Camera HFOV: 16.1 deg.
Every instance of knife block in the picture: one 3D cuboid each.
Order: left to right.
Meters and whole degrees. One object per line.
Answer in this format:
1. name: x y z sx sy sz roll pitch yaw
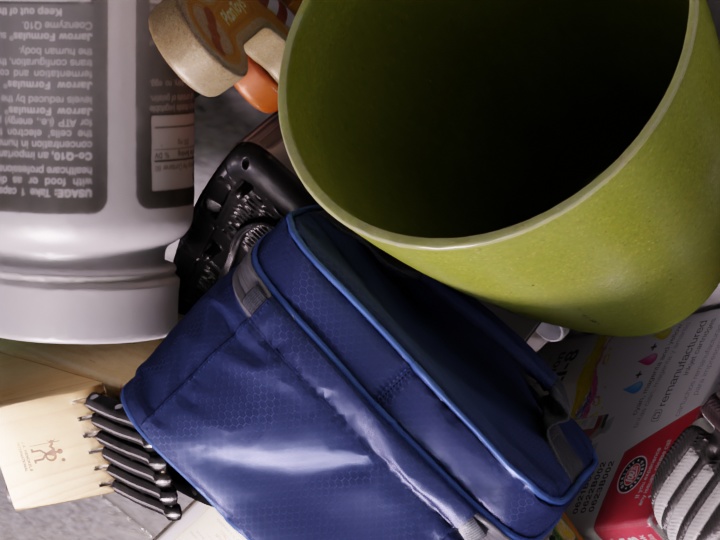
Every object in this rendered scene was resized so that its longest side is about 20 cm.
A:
1. knife block: -0.102 0.059 1.320 0.175 0.200 0.064 -12 115 4

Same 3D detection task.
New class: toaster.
1. toaster: 0.000 0.000 1.293 0.200 0.119 0.181 43 149 6

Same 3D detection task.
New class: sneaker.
1. sneaker: 0.233 0.059 1.234 0.115 0.200 0.076 14 -149 -43

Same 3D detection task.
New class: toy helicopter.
1. toy helicopter: -0.060 -0.128 1.132 0.079 0.200 0.132 -33 100 17

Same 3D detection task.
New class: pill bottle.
1. pill bottle: -0.136 -0.070 1.220 0.113 0.201 0.114 1 -174 0

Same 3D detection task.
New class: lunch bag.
1. lunch bag: 0.013 0.068 1.128 0.200 0.132 0.136 44 -164 5

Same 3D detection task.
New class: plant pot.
1. plant pot: 0.090 -0.051 1.121 0.186 0.188 0.200 11 160 31

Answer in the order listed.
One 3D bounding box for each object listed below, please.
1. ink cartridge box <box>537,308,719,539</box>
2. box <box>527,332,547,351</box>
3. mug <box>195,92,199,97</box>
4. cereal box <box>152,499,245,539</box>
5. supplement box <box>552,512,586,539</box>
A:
1. ink cartridge box: 0.163 0.126 1.378 0.145 0.146 0.200 40 151 -22
2. box: 0.088 0.020 1.381 0.039 0.042 0.200 31 153 -4
3. mug: -0.152 -0.065 1.344 0.184 0.153 0.114 7 -171 13
4. cereal box: -0.033 0.171 1.480 0.144 0.040 0.200 46 111 -3
5. supplement box: 0.023 0.167 1.320 0.200 0.069 0.067 -24 111 38
